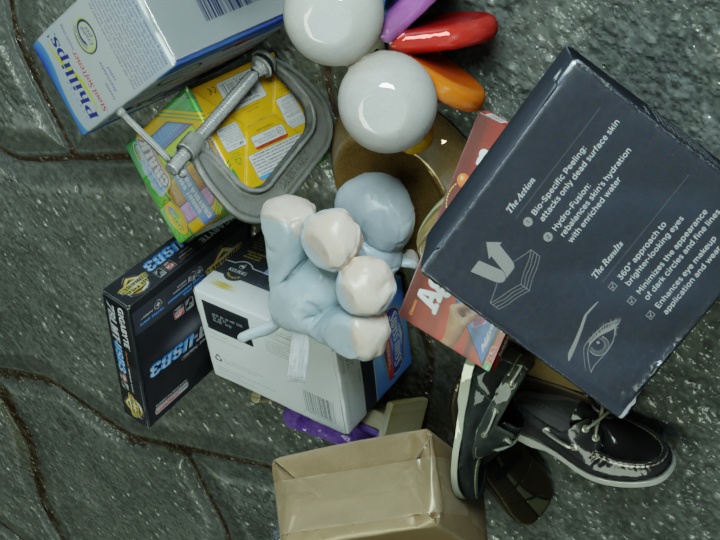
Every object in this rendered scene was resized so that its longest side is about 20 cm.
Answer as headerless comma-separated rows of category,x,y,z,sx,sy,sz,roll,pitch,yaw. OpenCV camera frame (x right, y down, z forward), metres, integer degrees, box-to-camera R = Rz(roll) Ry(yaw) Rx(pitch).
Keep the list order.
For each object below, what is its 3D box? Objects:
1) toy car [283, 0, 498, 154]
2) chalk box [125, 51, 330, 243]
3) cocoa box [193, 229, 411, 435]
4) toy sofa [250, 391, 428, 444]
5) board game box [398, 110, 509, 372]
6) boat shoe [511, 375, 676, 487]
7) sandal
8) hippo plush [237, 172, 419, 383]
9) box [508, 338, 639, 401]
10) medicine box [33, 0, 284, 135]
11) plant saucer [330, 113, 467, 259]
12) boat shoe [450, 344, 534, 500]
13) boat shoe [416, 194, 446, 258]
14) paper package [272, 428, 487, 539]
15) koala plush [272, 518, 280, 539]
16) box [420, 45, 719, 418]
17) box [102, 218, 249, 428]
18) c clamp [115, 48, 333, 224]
toy car,0.034,-0.206,1.068,0.149,0.175,0.201,-29,104,17
chalk box,-0.150,-0.116,1.324,0.199,0.124,0.125,-30,90,53
cocoa box,-0.061,0.061,1.405,0.198,0.131,0.135,20,137,31
toy sofa,-0.028,0.167,1.478,0.198,0.082,0.099,20,99,32
board game box,0.110,-0.024,1.102,0.102,0.019,0.202,31,113,25
boat shoe,0.220,0.153,1.265,0.199,0.074,0.061,23,143,41
sandal,0.146,0.188,1.381,0.201,0.081,0.054,58,164,-25
hippo plush,0.000,0.000,1.202,0.159,0.160,0.202,34,135,25
box,0.170,0.058,1.192,0.162,0.021,0.200,17,159,30
medicine box,-0.178,-0.233,1.199,0.199,0.181,0.104,-22,99,51
plant saucer,0.041,-0.077,1.257,0.198,0.035,0.202,26,139,25
boat shoe,0.129,0.157,1.264,0.067,0.072,0.202,16,127,14
boat shoe,0.117,-0.043,1.147,0.072,0.077,0.199,41,135,-16
paper package,0.027,0.256,1.378,0.188,0.105,0.200,-12,155,19
koala plush,0.002,0.316,1.560,0.200,0.183,0.178,-40,80,34
box,0.182,-0.033,0.992,0.199,0.118,0.198,36,107,-4
box,-0.205,0.051,1.482,0.049,0.200,0.200,27,138,27
c clamp,-0.111,-0.139,1.209,0.172,0.200,0.027,52,143,-14
